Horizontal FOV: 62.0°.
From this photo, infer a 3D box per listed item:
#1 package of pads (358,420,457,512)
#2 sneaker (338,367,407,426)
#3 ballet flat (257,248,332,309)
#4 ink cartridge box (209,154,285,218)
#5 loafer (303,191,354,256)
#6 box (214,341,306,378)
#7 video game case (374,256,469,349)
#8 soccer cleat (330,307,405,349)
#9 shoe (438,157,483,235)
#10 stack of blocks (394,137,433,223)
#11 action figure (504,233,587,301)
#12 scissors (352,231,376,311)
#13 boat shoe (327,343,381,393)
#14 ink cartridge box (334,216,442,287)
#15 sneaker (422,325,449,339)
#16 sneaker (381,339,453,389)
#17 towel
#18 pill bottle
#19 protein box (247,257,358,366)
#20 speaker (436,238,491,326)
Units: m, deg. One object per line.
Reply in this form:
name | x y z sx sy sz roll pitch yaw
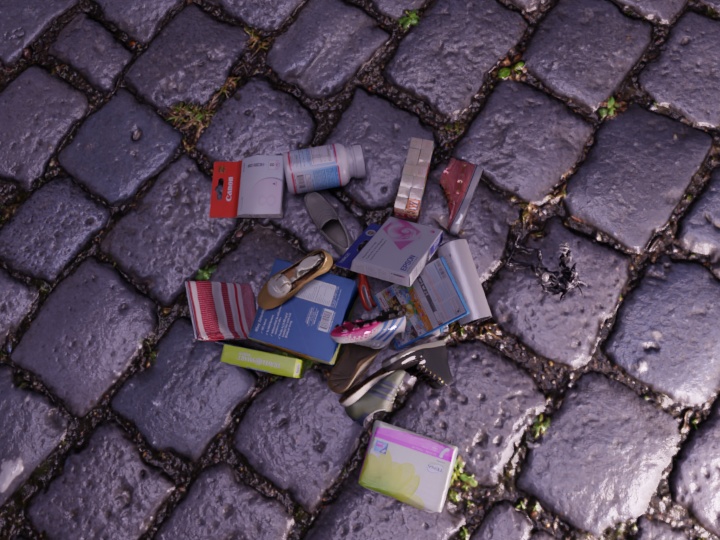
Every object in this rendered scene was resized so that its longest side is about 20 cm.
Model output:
package of pads | 0.106 0.443 1.353 0.199 0.068 0.155 16 77 9
sneaker | 0.053 0.286 1.404 0.200 0.067 0.090 -32 95 -12
ballet flat | -0.153 0.012 1.344 0.200 0.063 0.069 -36 75 -6
ink cartridge box | -0.295 -0.218 1.560 0.198 0.057 0.164 2 76 0
loafer | -0.078 -0.122 1.506 0.070 0.070 0.200 -37 76 -5
box | -0.236 0.211 1.410 0.199 0.122 0.048 11 79 7
video game case | 0.139 0.078 1.398 0.199 0.018 0.144 -31 74 26
soccer cleat | 0.025 0.147 1.348 0.199 0.070 0.087 -14 105 -32
shoe | 0.233 -0.187 1.501 0.090 0.072 0.201 20 73 11
stack of blocks | 0.134 -0.224 1.492 0.058 0.115 0.201 12 77 7
action figure | 0.449 -0.006 1.421 0.199 0.102 0.119 24 68 12
scissors | 0.000 0.000 1.457 0.014 0.073 0.201 -19 86 27
boat shoe | -0.006 0.206 1.421 0.074 0.066 0.200 39 75 16
ink cartridge box | 0.068 -0.055 1.419 0.199 0.044 0.197 16 43 22
sneaker | 0.130 0.074 1.443 0.086 0.075 0.201 -29 75 3
sneaker | 0.139 0.225 1.356 0.199 0.075 0.107 -8 74 -42
towel | -0.319 0.094 1.416 0.023 0.200 0.145 -25 73 30
pill bottle | -0.092 -0.261 1.519 0.199 0.109 0.109 -10 75 -3
protein box | -0.129 0.103 1.421 0.199 0.135 0.200 15 78 8
speaker | 0.246 0.030 1.438 0.081 0.081 0.201 -16 75 0
